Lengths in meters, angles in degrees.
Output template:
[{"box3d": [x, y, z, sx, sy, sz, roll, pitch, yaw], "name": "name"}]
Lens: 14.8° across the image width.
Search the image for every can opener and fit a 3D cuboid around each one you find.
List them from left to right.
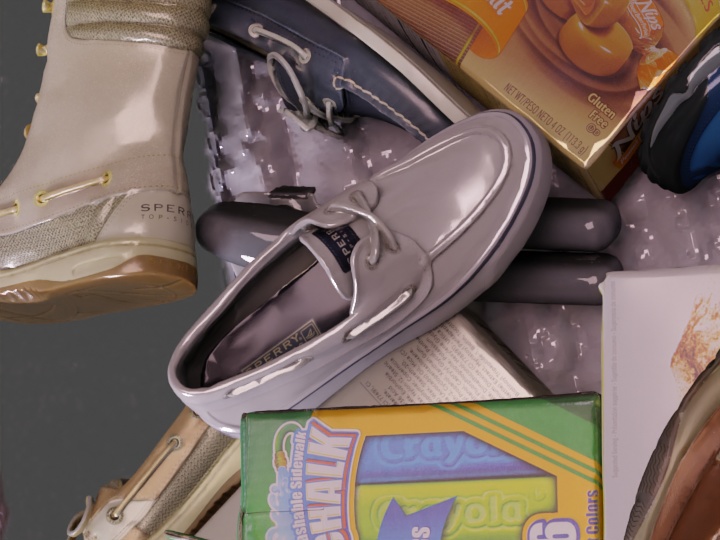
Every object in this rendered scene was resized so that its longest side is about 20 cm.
[{"box3d": [0.023, -0.007, 1.293, 0.199, 0.066, 0.053, 1, 109, 17], "name": "can opener"}]

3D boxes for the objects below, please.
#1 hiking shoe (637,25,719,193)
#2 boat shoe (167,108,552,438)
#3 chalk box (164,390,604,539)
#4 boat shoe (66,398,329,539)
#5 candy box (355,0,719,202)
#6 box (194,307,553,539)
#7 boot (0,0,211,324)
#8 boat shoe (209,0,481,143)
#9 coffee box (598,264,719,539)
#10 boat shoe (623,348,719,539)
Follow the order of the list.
[{"box3d": [0.216, -0.087, 1.231, 0.200, 0.074, 0.087, -35, 68, 10], "name": "hiking shoe"}, {"box3d": [0.000, 0.000, 1.227, 0.200, 0.065, 0.074, -45, 63, 5], "name": "boat shoe"}, {"box3d": [0.019, 0.123, 1.163, 0.199, 0.125, 0.125, -5, 79, 18], "name": "chalk box"}, {"box3d": [-0.087, 0.095, 1.301, 0.201, 0.073, 0.063, -46, 79, 7], "name": "boat shoe"}, {"box3d": [0.076, -0.140, 1.301, 0.200, 0.055, 0.116, 41, 86, 24], "name": "candy box"}, {"box3d": [0.000, 0.110, 1.274, 0.200, 0.068, 0.082, -46, 67, 7], "name": "box"}, {"box3d": [-0.148, -0.057, 1.344, 0.199, 0.072, 0.156, -7, 74, 44], "name": "boot"}, {"box3d": [-0.021, -0.101, 1.324, 0.200, 0.075, 0.062, 37, 91, 25], "name": "boat shoe"}, {"box3d": [0.214, 0.111, 1.121, 0.197, 0.200, 0.201, -4, 77, 20], "name": "coffee box"}, {"box3d": [0.160, 0.056, 1.005, 0.074, 0.076, 0.201, 28, 90, 22], "name": "boat shoe"}]
